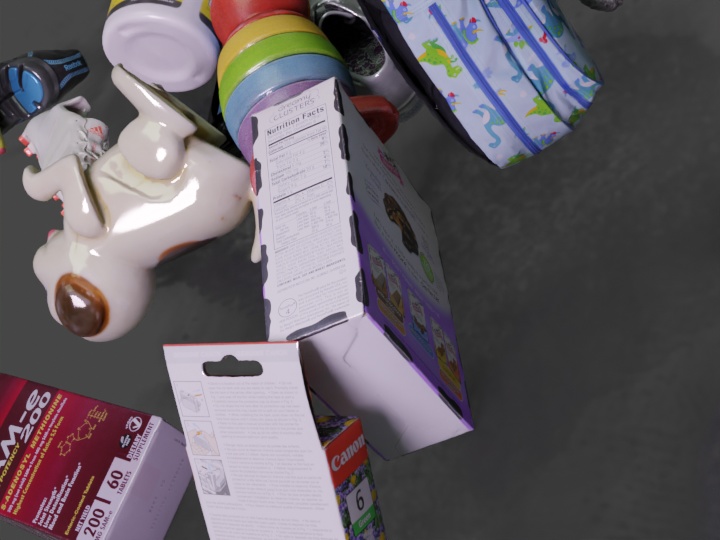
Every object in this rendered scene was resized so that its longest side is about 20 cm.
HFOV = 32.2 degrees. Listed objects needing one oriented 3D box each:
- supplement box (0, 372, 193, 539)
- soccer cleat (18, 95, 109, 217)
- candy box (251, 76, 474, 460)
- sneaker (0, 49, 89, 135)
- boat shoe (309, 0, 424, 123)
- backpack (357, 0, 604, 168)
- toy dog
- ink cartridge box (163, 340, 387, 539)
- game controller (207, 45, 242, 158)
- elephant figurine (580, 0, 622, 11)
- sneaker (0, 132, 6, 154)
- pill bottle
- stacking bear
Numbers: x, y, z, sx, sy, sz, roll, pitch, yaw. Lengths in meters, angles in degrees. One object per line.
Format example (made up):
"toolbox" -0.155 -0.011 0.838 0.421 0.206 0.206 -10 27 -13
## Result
"supplement box" -0.227 0.154 0.969 0.199 0.061 0.109 8 66 38
"soccer cleat" -0.261 -0.102 1.161 0.077 0.069 0.200 -39 44 0
"candy box" 0.000 0.000 0.848 0.071 0.168 0.201 -22 50 17
"sneaker" -0.358 -0.182 1.288 0.199 0.074 0.082 -3 24 41
"boat shoe" -0.014 -0.196 1.057 0.072 0.069 0.201 -36 47 8
"backpack" 0.082 -0.169 0.892 0.153 0.201 0.163 -21 19 5
"toy dog" -0.182 -0.035 1.018 0.200 0.194 0.140 -51 3 5
"ink cartridge box" -0.048 0.131 0.785 0.108 0.202 0.050 -3 17 32
"game controller" -0.095 -0.192 1.104 0.104 0.042 0.201 -36 41 56
"elephant figurine" 0.090 -0.258 1.006 0.141 0.200 0.155 -43 19 22
"sneaker" -0.431 -0.113 1.276 0.199 0.091 0.078 -24 13 43
"pill bottle" -0.172 -0.280 1.189 0.111 0.111 0.201 -9 55 28
"stacking bear" -0.061 -0.157 0.986 0.113 0.122 0.201 -11 58 -19
